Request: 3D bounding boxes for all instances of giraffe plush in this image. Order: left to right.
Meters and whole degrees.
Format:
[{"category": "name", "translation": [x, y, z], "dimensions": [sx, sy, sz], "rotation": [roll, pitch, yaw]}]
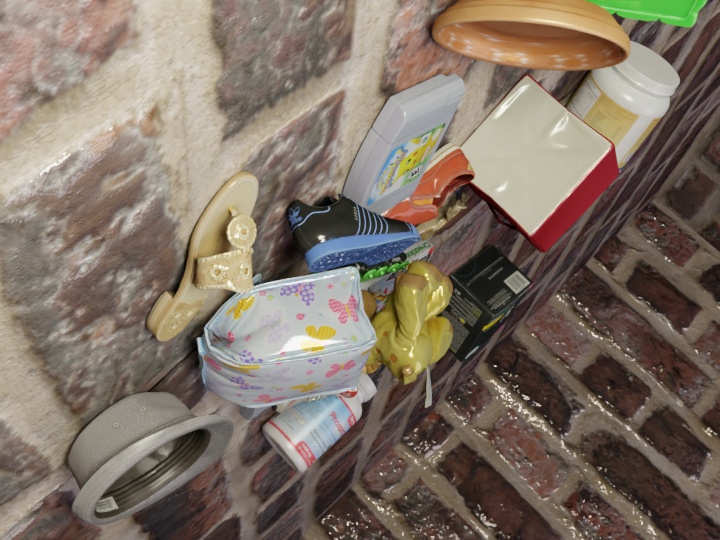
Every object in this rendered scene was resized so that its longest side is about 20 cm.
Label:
[{"category": "giraffe plush", "translation": [0.030, 0.085, 1.252], "dimensions": [0.172, 0.161, 0.201], "rotation": [28, 67, -62]}]

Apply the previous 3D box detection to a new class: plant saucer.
[{"category": "plant saucer", "translation": [0.173, -0.243, 0.891], "dimensions": [0.200, 0.199, 0.038], "rotation": [4, 95, -69]}]

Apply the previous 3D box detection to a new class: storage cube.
[{"category": "storage cube", "translation": [0.262, -0.155, 1.311], "dimensions": [0.200, 0.171, 0.180], "rotation": [-48, 162, 9]}]

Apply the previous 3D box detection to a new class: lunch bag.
[{"category": "lunch bag", "translation": [-0.097, 0.084, 1.059], "dimensions": [0.199, 0.128, 0.170], "rotation": [-12, 156, -13]}]

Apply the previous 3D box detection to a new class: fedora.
[{"category": "fedora", "translation": [-0.254, 0.202, 1.014], "dimensions": [0.200, 0.090, 0.177], "rotation": [-29, 156, -29]}]

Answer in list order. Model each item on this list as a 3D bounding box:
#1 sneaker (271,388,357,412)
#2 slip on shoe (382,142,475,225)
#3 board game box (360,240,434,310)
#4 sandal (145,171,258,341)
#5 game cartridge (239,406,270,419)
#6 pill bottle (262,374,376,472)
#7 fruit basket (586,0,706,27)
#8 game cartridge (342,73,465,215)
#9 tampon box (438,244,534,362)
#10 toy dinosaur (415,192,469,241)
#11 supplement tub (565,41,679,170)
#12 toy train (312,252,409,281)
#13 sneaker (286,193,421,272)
[{"category": "sneaker", "translation": [-0.054, 0.183, 1.451], "dimensions": [0.200, 0.093, 0.070], "rotation": [-38, 171, -29]}, {"category": "slip on shoe", "translation": [0.076, -0.090, 1.198], "dimensions": [0.200, 0.061, 0.074], "rotation": [-42, 165, -9]}, {"category": "board game box", "translation": [0.030, 0.031, 1.396], "dimensions": [0.200, 0.035, 0.127], "rotation": [-30, 151, -45]}, {"category": "sandal", "translation": [-0.136, 0.005, 0.873], "dimensions": [0.212, 0.070, 0.078], "rotation": [-54, 162, 26]}, {"category": "game cartridge", "translation": [-0.104, 0.120, 1.266], "dimensions": [0.133, 0.041, 0.200], "rotation": [-36, 156, -44]}, {"category": "pill bottle", "translation": [-0.069, 0.254, 1.569], "dimensions": [0.200, 0.109, 0.109], "rotation": [-41, 163, -18]}, {"category": "fruit basket", "translation": [0.264, -0.351, 0.885], "dimensions": [0.215, 0.216, 0.156], "rotation": [-39, 160, -24]}, {"category": "game cartridge", "translation": [0.043, -0.136, 1.049], "dimensions": [0.133, 0.040, 0.200], "rotation": [-28, 156, -37]}, {"category": "tampon box", "translation": [0.253, 0.073, 1.912], "dimensions": [0.150, 0.126, 0.200], "rotation": [-35, 161, -32]}, {"category": "toy dinosaur", "translation": [0.112, -0.077, 1.321], "dimensions": [0.200, 0.058, 0.101], "rotation": [-30, 158, -44]}, {"category": "supplement tub", "translation": [0.430, -0.272, 1.496], "dimensions": [0.144, 0.145, 0.200], "rotation": [-28, 156, -47]}, {"category": "toy train", "translation": [0.000, 0.000, 1.237], "dimensions": [0.056, 0.042, 0.200], "rotation": [-39, 165, 32]}, {"category": "sneaker", "translation": [-0.004, -0.051, 1.016], "dimensions": [0.070, 0.078, 0.200], "rotation": [-35, 165, 32]}]
